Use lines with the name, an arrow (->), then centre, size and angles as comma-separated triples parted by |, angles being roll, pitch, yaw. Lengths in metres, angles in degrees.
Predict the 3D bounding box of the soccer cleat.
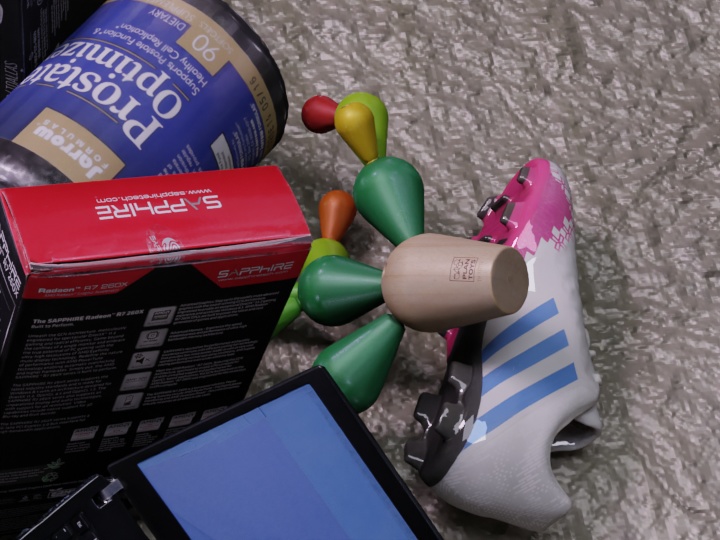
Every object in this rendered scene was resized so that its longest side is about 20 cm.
soccer cleat -> 0.082, 0.038, 1.126 | 0.086, 0.070, 0.200 | 28, 53, -13

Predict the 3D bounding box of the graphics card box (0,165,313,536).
graphics card box -> -0.108, 0.038, 1.001 | 0.125, 0.200, 0.051 | -7, 54, -26

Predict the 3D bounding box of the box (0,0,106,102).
box -> -0.237, -0.172, 1.171 | 0.199, 0.149, 0.125 | 19, 57, 6

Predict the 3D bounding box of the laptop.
laptop -> -0.060, 0.167, 0.929 | 0.200, 0.103, 0.177 | -39, 103, -21

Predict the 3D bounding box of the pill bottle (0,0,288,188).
pill bottle -> -0.133, -0.041, 1.117 | 0.112, 0.112, 0.200 | 31, 57, 14

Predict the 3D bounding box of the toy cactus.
toy cactus -> 0.000, 0.000, 1.091 | 0.165, 0.102, 0.200 | -3, 56, 39
